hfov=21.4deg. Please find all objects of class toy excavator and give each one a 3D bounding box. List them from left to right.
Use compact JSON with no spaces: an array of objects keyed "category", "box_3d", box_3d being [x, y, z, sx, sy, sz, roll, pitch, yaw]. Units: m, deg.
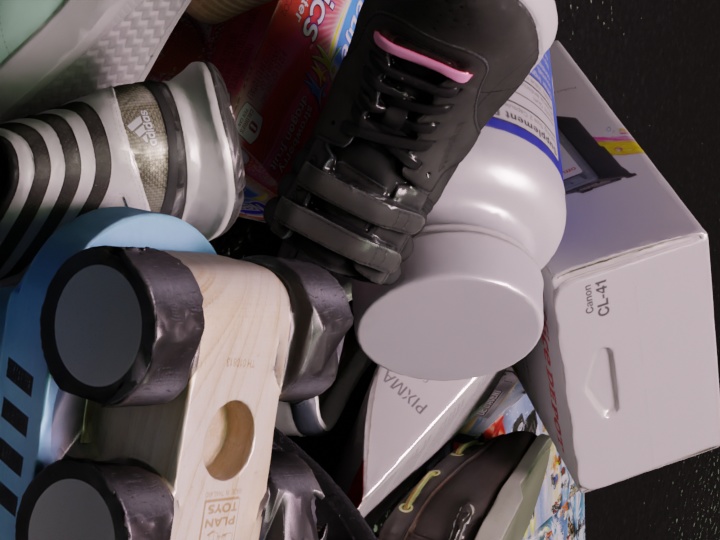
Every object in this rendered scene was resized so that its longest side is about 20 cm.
[{"category":"toy excavator","box_3d":[-0.117,0.069,0.641,0.100,0.199,0.195,2,99,-53]}]

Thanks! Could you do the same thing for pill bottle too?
[{"category":"pill bottle","box_3d":[0.036,-0.055,0.871,0.112,0.112,0.201,55,27,-51]}]

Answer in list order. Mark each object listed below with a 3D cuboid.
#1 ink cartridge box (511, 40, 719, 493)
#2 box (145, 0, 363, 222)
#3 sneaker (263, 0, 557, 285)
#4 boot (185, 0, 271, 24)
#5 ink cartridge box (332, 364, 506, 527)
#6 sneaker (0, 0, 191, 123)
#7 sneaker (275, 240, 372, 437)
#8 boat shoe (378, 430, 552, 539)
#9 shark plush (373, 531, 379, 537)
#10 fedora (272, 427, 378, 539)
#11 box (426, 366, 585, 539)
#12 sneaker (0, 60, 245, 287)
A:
[{"category":"ink cartridge box","box_3d":[0.110,-0.006,0.998,0.085,0.200,0.148,-18,128,-7]},{"category":"box","box_3d":[-0.035,-0.129,0.814,0.100,0.095,0.201,43,64,-54]},{"category":"sneaker","box_3d":[0.014,-0.051,0.699,0.099,0.070,0.200,-63,180,-17]},{"category":"boot","box_3d":[-0.015,-0.205,0.716,0.074,0.154,0.201,11,60,-54]},{"category":"ink cartridge box","box_3d":[-0.001,0.097,0.942,0.200,0.050,0.161,-44,170,-20]},{"category":"sneaker","box_3d":[-0.128,-0.116,0.697,0.201,0.118,0.074,-48,163,17]},{"category":"sneaker","box_3d":[0.000,0.000,0.939,0.201,0.071,0.073,-64,146,-22]},{"category":"boat shoe","box_3d":[0.059,0.121,1.004,0.201,0.060,0.072,-30,135,-75]},{"category":"shark plush","box_3d":[0.054,0.185,0.998,0.083,0.200,0.091,18,72,-28]},{"category":"fedora","box_3d":[-0.083,0.123,0.768,0.200,0.200,0.092,-8,135,-58]},{"category":"box","box_3d":[0.093,0.156,1.176,0.137,0.040,0.201,-36,129,-50]},{"category":"sneaker","box_3d":[-0.119,-0.013,0.700,0.115,0.201,0.076,-10,70,-19]}]
